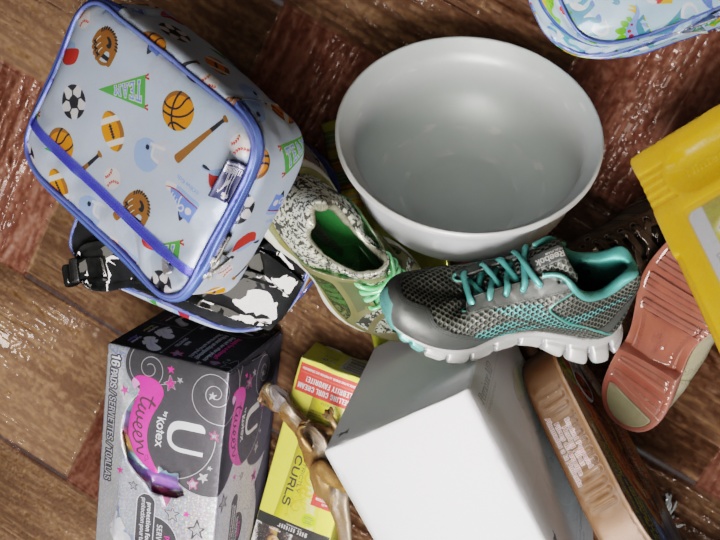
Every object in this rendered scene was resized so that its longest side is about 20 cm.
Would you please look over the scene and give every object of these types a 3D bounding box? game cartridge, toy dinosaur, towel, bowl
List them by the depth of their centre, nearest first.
[{"bbox_3d":[0.296,-0.033,0.779,0.175,0.032,0.203,-32,66,26],"label":"game cartridge"},{"bbox_3d":[0.079,-0.077,0.881,0.198,0.203,0.091,16,145,10],"label":"bowl"},{"bbox_3d":[-0.021,0.178,0.965,0.105,0.060,0.203,-18,92,42],"label":"toy dinosaur"},{"bbox_3d":[0.029,-0.035,0.970,0.085,0.018,0.204,-10,100,21],"label":"towel"}]

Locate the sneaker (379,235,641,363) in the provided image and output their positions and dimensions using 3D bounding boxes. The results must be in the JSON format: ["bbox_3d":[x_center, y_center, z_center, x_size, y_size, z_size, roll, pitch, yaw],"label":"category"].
[{"bbox_3d":[0.109,0.010,0.808,0.196,0.078,0.092,0,138,-23],"label":"sneaker"}]

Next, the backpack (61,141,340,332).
[{"bbox_3d":[-0.113,-0.046,0.931,0.189,0.154,0.202,30,107,9],"label":"backpack"}]

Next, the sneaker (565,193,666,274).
[{"bbox_3d":[0.198,-0.004,0.899,0.198,0.076,0.071,-28,94,19],"label":"sneaker"}]

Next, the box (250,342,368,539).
[{"bbox_3d":[-0.038,0.171,1.014,0.074,0.050,0.203,20,106,10],"label":"box"}]

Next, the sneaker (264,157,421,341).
[{"bbox_3d":[0.000,0.000,0.848,0.199,0.088,0.077,40,88,-34],"label":"sneaker"}]

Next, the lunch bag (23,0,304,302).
[{"bbox_3d":[-0.140,-0.079,0.804,0.200,0.075,0.161,42,113,21],"label":"lunch bag"}]

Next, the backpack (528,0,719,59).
[{"bbox_3d":[0.210,-0.233,0.822,0.197,0.154,0.165,-18,104,30],"label":"backpack"}]

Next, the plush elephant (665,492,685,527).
[{"bbox_3d":[0.245,0.292,0.910,0.162,0.155,0.204,-13,100,17],"label":"plush elephant"}]

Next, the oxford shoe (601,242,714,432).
[{"bbox_3d":[0.248,0.028,0.886,0.070,0.073,0.202,38,122,22],"label":"oxford shoe"}]

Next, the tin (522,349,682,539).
[{"bbox_3d":[0.184,0.145,0.888,0.042,0.112,0.202,-32,56,15],"label":"tin"}]

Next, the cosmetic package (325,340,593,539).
[{"bbox_3d":[0.086,0.156,0.891,0.122,0.200,0.202,-26,101,18],"label":"cosmetic package"}]

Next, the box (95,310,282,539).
[{"bbox_3d":[-0.146,0.151,0.995,0.113,0.132,0.204,10,105,14],"label":"box"}]
